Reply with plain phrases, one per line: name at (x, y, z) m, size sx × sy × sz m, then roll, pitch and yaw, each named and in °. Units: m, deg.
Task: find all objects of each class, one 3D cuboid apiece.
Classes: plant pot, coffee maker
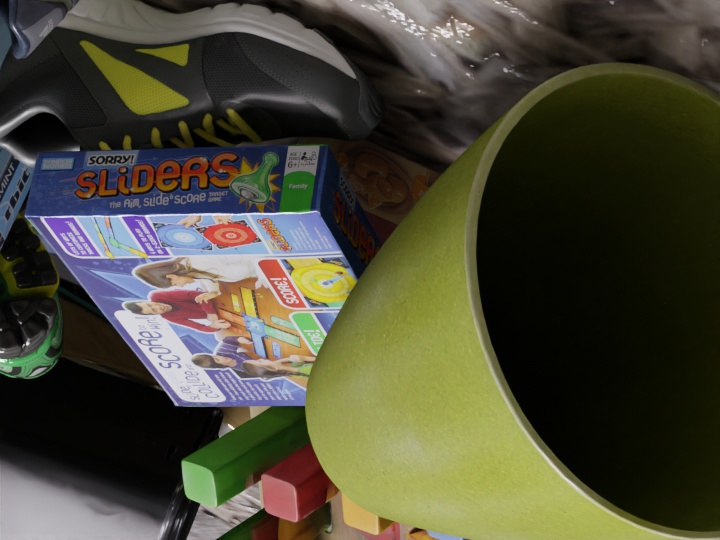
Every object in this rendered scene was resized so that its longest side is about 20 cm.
plant pot at (0.066, 0.036, 1.006) m, size 0.187 × 0.187 × 0.200 m, roll 31°, pitch 150°, yaw -21°
coffee maker at (-0.183, 0.096, 1.327) m, size 0.200 × 0.135 × 0.192 m, roll 19°, pitch 141°, yaw 2°

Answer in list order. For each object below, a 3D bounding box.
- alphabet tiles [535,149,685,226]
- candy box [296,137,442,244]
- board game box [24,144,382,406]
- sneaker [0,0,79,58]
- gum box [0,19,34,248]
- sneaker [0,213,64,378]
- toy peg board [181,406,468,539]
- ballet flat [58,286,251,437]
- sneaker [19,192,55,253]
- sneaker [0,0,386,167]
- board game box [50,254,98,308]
alphabet tiles at (0.120, 0.020, 1.112) m, size 0.167 × 0.008 × 0.200 m, roll 19°, pitch 146°, yaw -11°
candy box at (0.000, 0.000, 1.228) m, size 0.115 × 0.055 × 0.200 m, roll 23°, pitch 160°, yaw -5°
board game box at (-0.053, 0.007, 1.122) m, size 0.135 × 0.035 × 0.200 m, roll -1°, pitch 153°, yaw 16°
sneaker at (-0.198, -0.156, 1.003) m, size 0.200 × 0.081 × 0.074 m, roll 23°, pitch 161°, yaw 1°
gum box at (-0.261, -0.061, 1.191) m, size 0.200 × 0.170 × 0.045 m, roll 18°, pitch 161°, yaw 12°
sneaker at (-0.212, -0.027, 1.243) m, size 0.200 × 0.078 × 0.085 m, roll 61°, pitch 169°, yaw 23°
toy peg board at (0.005, 0.164, 1.245) m, size 0.199 × 0.098 × 0.200 m, roll 15°, pitch 121°, yaw 37°
ballet flat at (-0.117, 0.074, 1.419) m, size 0.200 × 0.063 × 0.069 m, roll 23°, pitch 158°, yaw 12°
sneaker at (-0.141, -0.024, 1.303) m, size 0.090 × 0.067 × 0.200 m, roll 35°, pitch 155°, yaw -17°
sneaker at (-0.080, -0.070, 1.092) m, size 0.200 × 0.085 × 0.074 m, roll 10°, pitch 158°, yaw 33°
board game box at (-0.138, 0.039, 1.519) m, size 0.126 × 0.035 × 0.200 m, roll 22°, pitch 161°, yaw 1°
